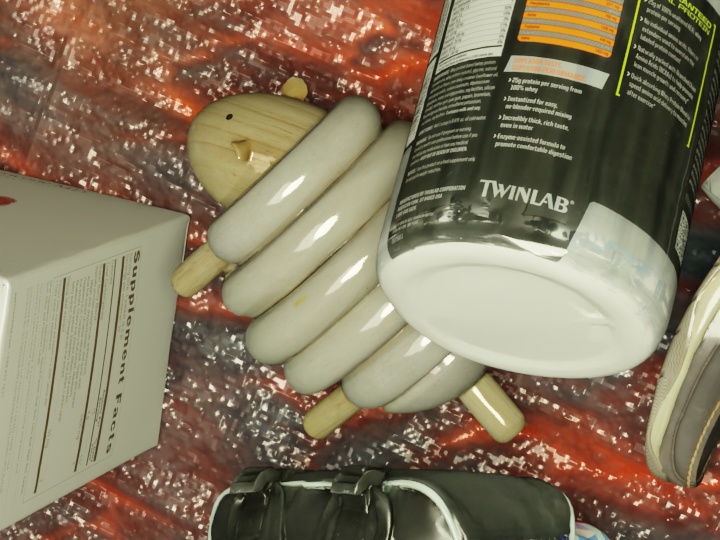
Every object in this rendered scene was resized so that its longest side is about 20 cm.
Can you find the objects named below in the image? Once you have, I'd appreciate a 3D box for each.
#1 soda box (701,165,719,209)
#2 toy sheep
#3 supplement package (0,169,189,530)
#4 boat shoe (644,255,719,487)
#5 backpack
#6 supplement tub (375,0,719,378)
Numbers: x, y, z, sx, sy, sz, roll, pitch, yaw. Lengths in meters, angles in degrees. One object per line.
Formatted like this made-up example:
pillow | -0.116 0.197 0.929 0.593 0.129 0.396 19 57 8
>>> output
soda box | 0.231 0.019 1.041 0.063 0.068 0.200 -44 108 2
toy sheep | 0.000 0.000 1.133 0.200 0.138 0.138 44 109 -7
supplement package | -0.174 0.031 1.152 0.120 0.200 0.121 13 103 16
boat shoe | 0.186 0.012 1.097 0.073 0.074 0.201 28 107 13
backpack | 0.021 0.190 1.114 0.177 0.150 0.202 -6 79 48
supplement tub | 0.085 -0.068 1.054 0.122 0.123 0.201 8 64 17
